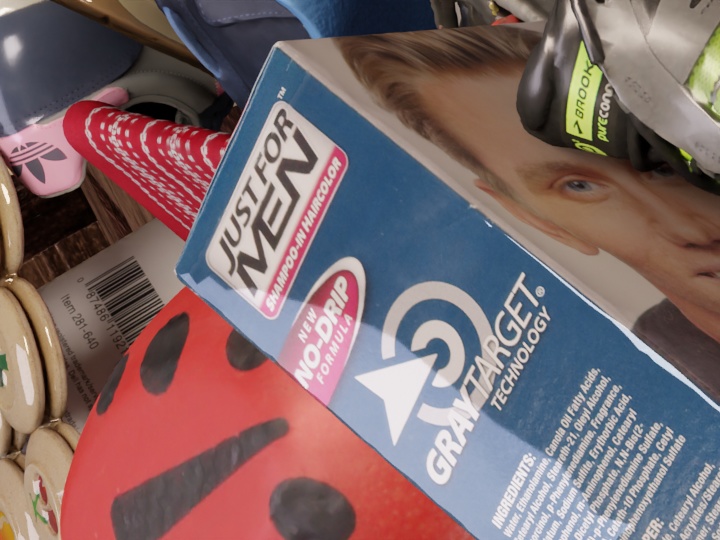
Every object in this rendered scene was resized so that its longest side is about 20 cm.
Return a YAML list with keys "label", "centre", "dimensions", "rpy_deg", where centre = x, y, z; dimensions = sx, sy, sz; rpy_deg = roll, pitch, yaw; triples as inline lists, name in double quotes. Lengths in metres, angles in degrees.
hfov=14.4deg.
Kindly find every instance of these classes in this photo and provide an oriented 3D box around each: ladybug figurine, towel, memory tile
- label: "ladybug figurine"
  centre: [-0.022, 0.056, 0.741]
  dimensions: [0.200, 0.072, 0.136]
  rpy_deg: [-43, 59, 51]
- label: "towel"
  centre: [0.000, 0.000, 0.854]
  dimensions: [0.145, 0.023, 0.200]
  rpy_deg: [40, 167, -27]
- label: "memory tile"
  centre: [-0.122, 0.064, 0.971]
  dimensions: [0.153, 0.017, 0.201]
  rpy_deg: [-33, 73, 64]

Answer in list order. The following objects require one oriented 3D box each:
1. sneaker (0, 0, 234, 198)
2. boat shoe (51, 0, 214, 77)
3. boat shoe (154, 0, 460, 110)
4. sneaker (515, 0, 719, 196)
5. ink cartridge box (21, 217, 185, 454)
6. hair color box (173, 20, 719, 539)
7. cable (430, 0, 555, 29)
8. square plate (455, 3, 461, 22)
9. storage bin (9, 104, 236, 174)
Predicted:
- label: "sneaker"
  centre: [-0.065, -0.071, 0.999]
  dimensions: [0.070, 0.200, 0.082]
  rpy_deg: [-16, 89, 39]
- label: "boat shoe"
  centre: [-0.023, -0.087, 0.933]
  dimensions: [0.072, 0.065, 0.200]
  rpy_deg: [21, 179, 44]
- label: "boat shoe"
  centre: [0.000, -0.061, 0.865]
  dimensions: [0.068, 0.084, 0.200]
  rpy_deg: [7, 155, 25]
- label: "sneaker"
  centre: [0.076, -0.034, 0.557]
  dimensions: [0.200, 0.083, 0.071]
  rpy_deg: [55, 165, 33]
- label: "ink cartridge box"
  centre: [-0.022, 0.042, 1.020]
  dimensions: [0.145, 0.200, 0.084]
  rpy_deg: [55, 173, 37]
- label: "hair color box"
  centre: [0.068, 0.027, 0.572]
  dimensions: [0.200, 0.100, 0.061]
  rpy_deg: [39, 119, 28]
- label: "cable"
  centre: [0.022, -0.065, 0.705]
  dimensions: [0.200, 0.050, 0.097]
  rpy_deg: [55, 167, 25]
- label: "square plate"
  centre: [0.084, -0.015, 0.775]
  dimensions: [0.200, 0.028, 0.198]
  rpy_deg: [51, 166, 51]
- label: "storage bin"
  centre: [-0.134, -0.147, 1.103]
  dimensions: [0.094, 0.198, 0.200]
  rpy_deg: [-102, -7, -47]
